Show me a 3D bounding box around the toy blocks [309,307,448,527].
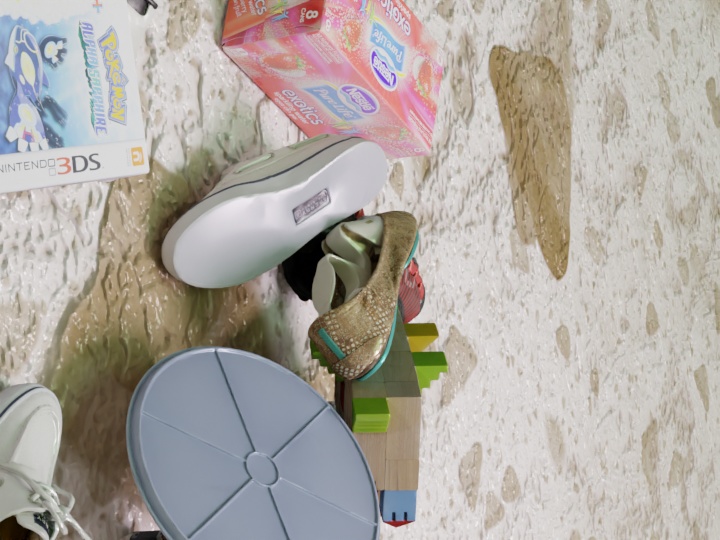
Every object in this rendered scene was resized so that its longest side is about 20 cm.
[{"bbox_3d":[0.011,0.123,1.451,0.200,0.099,0.138,-103,-166,-67],"label":"toy blocks"}]

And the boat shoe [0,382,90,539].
[{"bbox_3d":[-0.204,0.153,1.146,0.075,0.085,0.203,60,37,-38],"label":"boat shoe"}]

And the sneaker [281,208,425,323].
[{"bbox_3d":[-0.012,-0.001,1.554,0.201,0.070,0.099,50,43,-44],"label":"sneaker"}]

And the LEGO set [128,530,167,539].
[{"bbox_3d":[-0.110,0.263,1.268,0.200,0.115,0.155,-49,126,-52],"label":"LEGO set"}]

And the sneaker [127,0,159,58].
[{"bbox_3d":[-0.156,-0.218,1.313,0.074,0.079,0.202,38,55,-57],"label":"sneaker"}]

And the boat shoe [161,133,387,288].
[{"bbox_3d":[-0.074,-0.052,1.434,0.199,0.070,0.071,-32,125,-28],"label":"boat shoe"}]

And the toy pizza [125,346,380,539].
[{"bbox_3d":[-0.073,0.140,1.274,0.199,0.032,0.201,25,41,-24],"label":"toy pizza"}]

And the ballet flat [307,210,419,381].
[{"bbox_3d":[0.000,0.000,1.427,0.065,0.070,0.201,41,28,-18],"label":"ballet flat"}]

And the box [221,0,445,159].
[{"bbox_3d":[-0.018,-0.177,1.545,0.200,0.094,0.104,44,49,-51],"label":"box"}]

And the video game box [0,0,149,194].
[{"bbox_3d":[-0.218,-0.148,1.190,0.182,0.046,0.202,-14,97,-54],"label":"video game box"}]

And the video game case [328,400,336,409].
[{"bbox_3d":[-0.031,0.203,1.475,0.182,0.023,0.202,17,69,-81],"label":"video game case"}]
